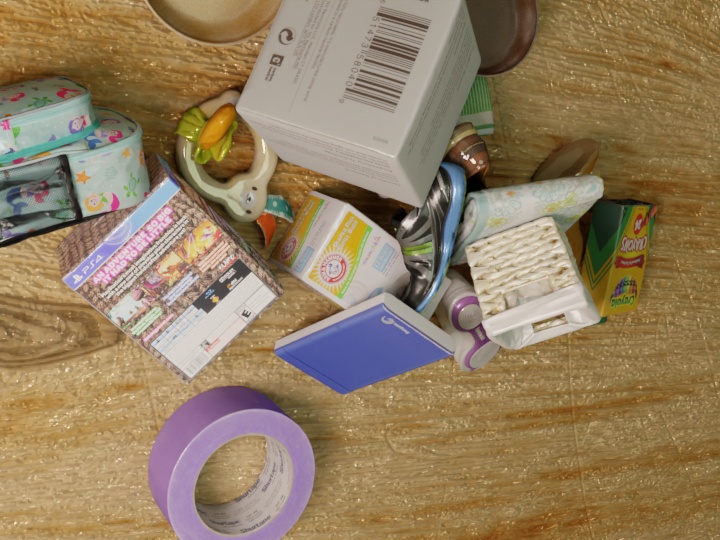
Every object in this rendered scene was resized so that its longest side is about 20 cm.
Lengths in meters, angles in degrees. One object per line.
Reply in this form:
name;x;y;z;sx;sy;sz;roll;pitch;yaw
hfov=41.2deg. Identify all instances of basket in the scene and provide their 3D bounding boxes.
basket;0.225;0.020;1.246;0.134;0.200;0.125;-20;76;14

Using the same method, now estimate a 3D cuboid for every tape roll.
tape roll;-0.163;0.256;1.220;0.198;0.085;0.202;-9;109;-27

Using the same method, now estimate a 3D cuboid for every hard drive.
hard drive;0.003;0.098;1.216;0.132;0.199;0.026;35;48;-32

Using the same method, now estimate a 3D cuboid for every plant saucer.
plant saucer;0.139;-0.340;1.222;0.198;0.032;0.203;5;79;-25
plant saucer;-0.166;-0.356;1.074;0.198;0.035;0.202;-9;109;-28

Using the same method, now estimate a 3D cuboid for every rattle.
rattle;-0.121;-0.107;1.114;0.130;0.142;0.201;-38;114;-34

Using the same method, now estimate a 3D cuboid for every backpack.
backpack;-0.320;-0.114;0.974;0.198;0.177;0.152;-13;115;-30

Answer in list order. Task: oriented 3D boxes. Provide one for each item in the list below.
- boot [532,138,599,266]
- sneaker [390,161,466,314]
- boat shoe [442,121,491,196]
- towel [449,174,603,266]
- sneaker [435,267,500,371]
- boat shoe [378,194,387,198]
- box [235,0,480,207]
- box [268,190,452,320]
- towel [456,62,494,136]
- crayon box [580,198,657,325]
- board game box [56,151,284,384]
boot;0.301;-0.079;1.406;0.201;0.071;0.144;-48;126;-4
sneaker;0.074;-0.038;1.171;0.082;0.071;0.202;13;109;6
boat shoe;0.122;-0.106;1.230;0.072;0.068;0.201;-29;160;-18
towel;0.200;-0.067;1.240;0.169;0.200;0.049;-13;76;-13
sneaker;0.147;0.066;1.349;0.074;0.100;0.201;-28;141;-7
boat shoe;0.088;-0.167;1.262;0.199;0.074;0.066;-34;149;-23
box;0.005;-0.210;1.072;0.201;0.198;0.171;-68;161;-8
box;0.000;0.000;1.229;0.199;0.101;0.113;35;85;-32
towel;0.089;-0.258;1.215;0.151;0.023;0.202;-15;87;-26
crayon box;0.386;-0.006;1.456;0.126;0.050;0.202;-7;109;-50
board game box;-0.215;-0.001;1.093;0.159;0.097;0.200;-43;121;1
